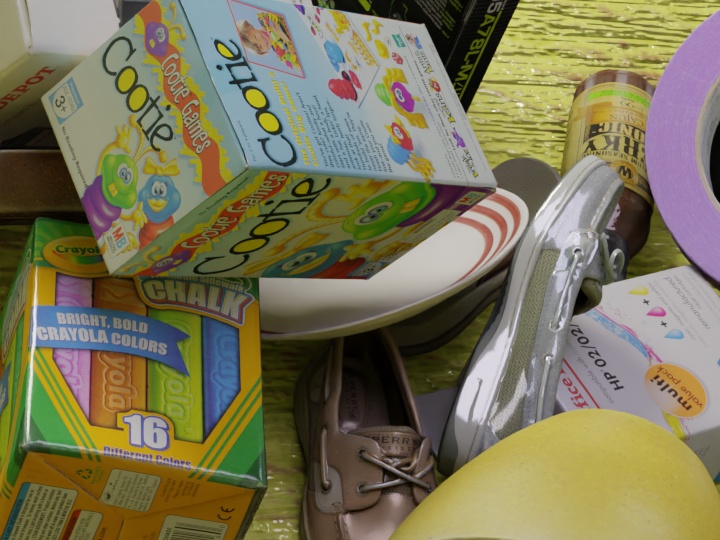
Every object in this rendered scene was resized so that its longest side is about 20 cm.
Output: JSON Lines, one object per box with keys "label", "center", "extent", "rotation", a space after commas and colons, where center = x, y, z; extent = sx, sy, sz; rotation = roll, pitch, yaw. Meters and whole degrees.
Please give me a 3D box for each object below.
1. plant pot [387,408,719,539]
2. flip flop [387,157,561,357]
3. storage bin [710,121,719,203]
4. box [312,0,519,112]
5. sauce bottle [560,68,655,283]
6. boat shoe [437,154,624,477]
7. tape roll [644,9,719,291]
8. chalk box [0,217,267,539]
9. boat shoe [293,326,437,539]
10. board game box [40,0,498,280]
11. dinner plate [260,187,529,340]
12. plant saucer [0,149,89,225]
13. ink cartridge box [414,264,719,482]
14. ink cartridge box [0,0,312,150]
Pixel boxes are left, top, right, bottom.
{"label": "plant pot", "center": [0.107, 0.152, 1.112], "extent": [0.200, 0.200, 0.142], "rotation": [26, 46, 1]}
{"label": "flip flop", "center": [0.060, -0.019, 1.358], "extent": [0.081, 0.058, 0.200], "rotation": [12, 36, 36]}
{"label": "storage bin", "center": [0.321, -0.069, 1.490], "extent": [0.200, 0.135, 0.094], "rotation": [41, 44, 17]}
{"label": "box", "center": [0.024, -0.212, 1.452], "extent": [0.047, 0.193, 0.200], "rotation": [-15, 54, -33]}
{"label": "sauce bottle", "center": [0.157, -0.047, 1.446], "extent": [0.065, 0.065, 0.200], "rotation": [19, 43, -7]}
{"label": "boat shoe", "center": [0.104, 0.031, 1.238], "extent": [0.065, 0.074, 0.202], "rotation": [22, 65, 9]}
{"label": "tape roll", "center": [0.276, -0.072, 1.387], "extent": [0.200, 0.200, 0.066], "rotation": [39, 1, 15]}
{"label": "chalk box", "center": [-0.125, 0.060, 1.160], "extent": [0.124, 0.125, 0.200], "rotation": [11, 43, -16]}
{"label": "boat shoe", "center": [0.005, 0.109, 1.215], "extent": [0.071, 0.065, 0.200], "rotation": [4, 46, -22]}
{"label": "board game box", "center": [-0.042, -0.064, 1.141], "extent": [0.200, 0.103, 0.105], "rotation": [2, 59, -52]}
{"label": "dinner plate", "center": [0.000, 0.000, 1.280], "extent": [0.200, 0.024, 0.200], "rotation": [-13, 20, 5]}
{"label": "plant saucer", "center": [-0.176, -0.043, 1.225], "extent": [0.200, 0.200, 0.035], "rotation": [0, 90, -25]}
{"label": "ink cartridge box", "center": [0.139, 0.075, 1.310], "extent": [0.200, 0.068, 0.115], "rotation": [-13, 54, -34]}
{"label": "ink cartridge box", "center": [-0.141, -0.119, 1.210], "extent": [0.200, 0.147, 0.086], "rotation": [-3, 72, -44]}
